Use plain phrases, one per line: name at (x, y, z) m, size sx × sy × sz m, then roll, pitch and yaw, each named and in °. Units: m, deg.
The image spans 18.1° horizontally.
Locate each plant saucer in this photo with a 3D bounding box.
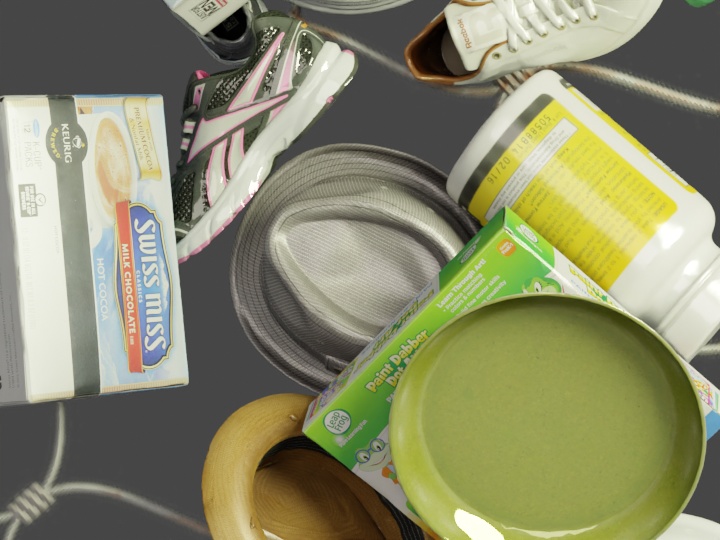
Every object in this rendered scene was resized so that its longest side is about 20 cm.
plant saucer at (0.118, 0.100, 1.430) m, size 0.199 × 0.031 × 0.201 m, roll 2°, pitch 114°, yaw 5°

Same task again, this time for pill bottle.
pill bottle at (0.164, -0.031, 1.498) m, size 0.200 × 0.111 × 0.111 m, roll 41°, pitch 91°, yaw 10°

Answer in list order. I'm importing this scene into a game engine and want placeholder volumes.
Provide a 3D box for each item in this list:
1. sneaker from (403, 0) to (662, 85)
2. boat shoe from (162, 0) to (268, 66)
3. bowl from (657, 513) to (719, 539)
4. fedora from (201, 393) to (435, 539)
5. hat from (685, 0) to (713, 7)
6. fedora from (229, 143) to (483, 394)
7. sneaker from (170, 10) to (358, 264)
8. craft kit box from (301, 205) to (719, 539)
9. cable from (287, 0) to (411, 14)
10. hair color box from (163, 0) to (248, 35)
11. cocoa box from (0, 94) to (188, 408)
sneaker at (0.111, -0.162, 1.483) m, size 0.200 × 0.085 × 0.073 m, roll -24°, pitch 86°, yaw 43°
boat shoe at (-0.136, -0.229, 1.581) m, size 0.072 × 0.068 × 0.200 m, roll -36°, pitch 81°, yaw 3°
bowl at (0.197, 0.259, 1.477) m, size 0.200 × 0.090 × 0.202 m, roll -1°, pitch 85°, yaw 8°
fedora at (-0.032, 0.182, 1.504) m, size 0.082 × 0.200 × 0.201 m, roll -41°, pitch 78°, yaw 44°
hat at (0.174, -0.293, 1.507) m, size 0.176 × 0.166 × 0.201 m, roll 19°, pitch 125°, yaw 23°
fedora at (0.000, 0.000, 1.528) m, size 0.200 × 0.090 × 0.177 m, roll 31°, pitch 89°, yaw 10°
sneaker at (-0.092, -0.094, 1.544) m, size 0.086 × 0.080 × 0.200 m, roll 40°, pitch 97°, yaw -2°
craft kit box at (0.099, 0.093, 1.468) m, size 0.197 × 0.049 × 0.200 m, roll 40°, pitch 111°, yaw -13°
cable at (-0.006, -0.277, 1.567) m, size 0.200 × 0.069 × 0.200 m, roll -45°, pitch 81°, yaw 2°
hair color box at (-0.053, -0.245, 1.487) m, size 0.200 × 0.099 × 0.061 m, roll -38°, pitch 81°, yaw 4°
cocoa box at (-0.209, -0.012, 1.507) m, size 0.133 × 0.131 × 0.201 m, roll -7°, pitch 88°, yaw 49°
